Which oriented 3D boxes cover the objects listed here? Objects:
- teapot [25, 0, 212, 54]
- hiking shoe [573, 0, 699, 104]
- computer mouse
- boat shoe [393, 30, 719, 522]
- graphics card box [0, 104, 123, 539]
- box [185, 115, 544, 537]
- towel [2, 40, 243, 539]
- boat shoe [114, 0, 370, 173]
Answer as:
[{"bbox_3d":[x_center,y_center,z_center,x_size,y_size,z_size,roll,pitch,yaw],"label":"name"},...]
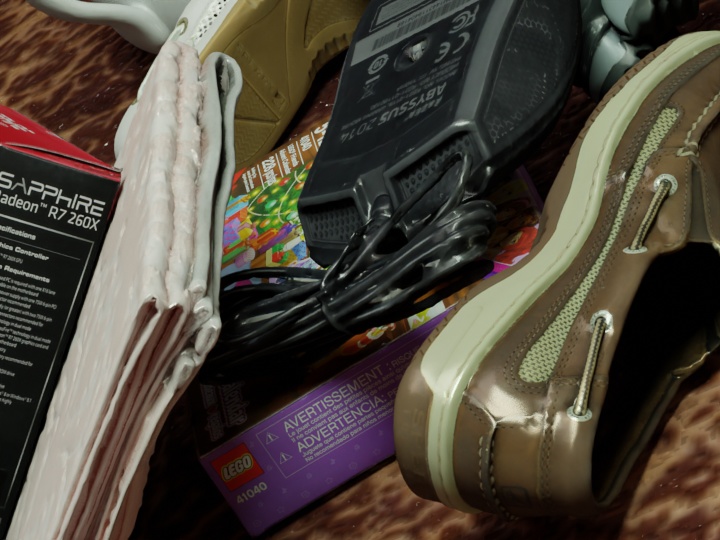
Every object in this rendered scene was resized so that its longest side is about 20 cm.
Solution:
[{"bbox_3d":[-0.073,-0.205,1.343,0.197,0.146,0.200,-30,25,9],"label":"teapot"},{"bbox_3d":[0.086,-0.161,0.998,0.086,0.201,0.074,18,11,22],"label":"hiking shoe"},{"bbox_3d":[0.024,-0.041,0.941,0.138,0.053,0.200,-22,34,42],"label":"computer mouse"},{"bbox_3d":[0.092,0.004,0.858,0.075,0.075,0.202,13,50,33],"label":"boat shoe"},{"bbox_3d":[-0.152,0.043,0.974,0.125,0.051,0.201,29,102,62],"label":"graphics card box"},{"bbox_3d":[0.000,0.000,0.999,0.137,0.039,0.200,-31,24,5],"label":"box"},{"bbox_3d":[-0.083,0.044,0.913,0.200,0.032,0.191,-92,23,-63],"label":"towel"},{"bbox_3d":[-0.040,-0.115,1.224,0.069,0.071,0.200,0,42,48],"label":"boat shoe"}]
